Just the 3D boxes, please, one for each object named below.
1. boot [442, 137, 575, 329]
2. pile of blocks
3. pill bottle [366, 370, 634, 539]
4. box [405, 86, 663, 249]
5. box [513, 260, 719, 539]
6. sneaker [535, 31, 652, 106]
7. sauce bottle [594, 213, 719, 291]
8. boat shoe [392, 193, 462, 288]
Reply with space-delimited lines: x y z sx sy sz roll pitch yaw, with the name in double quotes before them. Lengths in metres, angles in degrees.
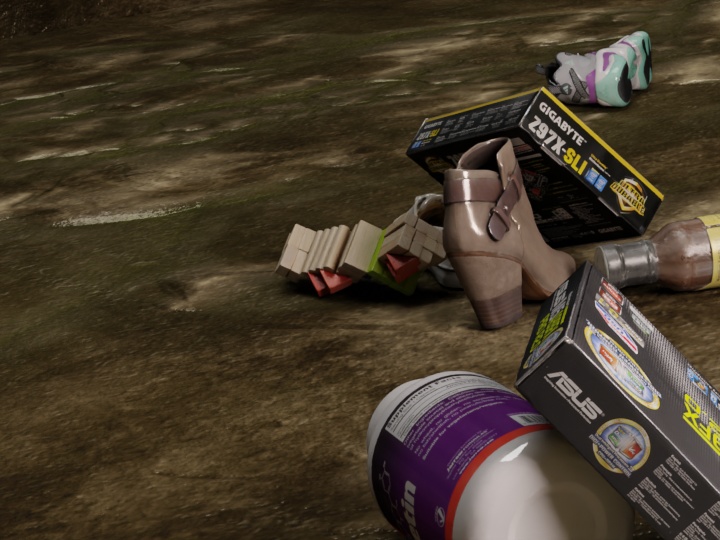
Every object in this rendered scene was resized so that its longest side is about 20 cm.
"boot" 0.130 -0.042 1.766 0.070 0.148 0.200 -6 13 25
"pile of blocks" 0.000 0.000 1.868 0.199 0.082 0.063 -4 55 43
"pill bottle" 0.074 0.128 1.229 0.112 0.113 0.200 -11 15 -19
"box" 0.154 -0.086 1.844 0.050 0.159 0.200 -57 21 -20
"box" 0.179 0.097 1.178 0.044 0.200 0.160 -44 3 18
"sneaker" 0.298 -0.264 2.669 0.139 0.078 0.200 2 16 23
"sauce bottle" 0.302 -0.017 1.773 0.198 0.065 0.065 -7 15 -8
"boat shoe" 0.074 -0.040 1.933 0.070 0.070 0.200 -9 16 -12
